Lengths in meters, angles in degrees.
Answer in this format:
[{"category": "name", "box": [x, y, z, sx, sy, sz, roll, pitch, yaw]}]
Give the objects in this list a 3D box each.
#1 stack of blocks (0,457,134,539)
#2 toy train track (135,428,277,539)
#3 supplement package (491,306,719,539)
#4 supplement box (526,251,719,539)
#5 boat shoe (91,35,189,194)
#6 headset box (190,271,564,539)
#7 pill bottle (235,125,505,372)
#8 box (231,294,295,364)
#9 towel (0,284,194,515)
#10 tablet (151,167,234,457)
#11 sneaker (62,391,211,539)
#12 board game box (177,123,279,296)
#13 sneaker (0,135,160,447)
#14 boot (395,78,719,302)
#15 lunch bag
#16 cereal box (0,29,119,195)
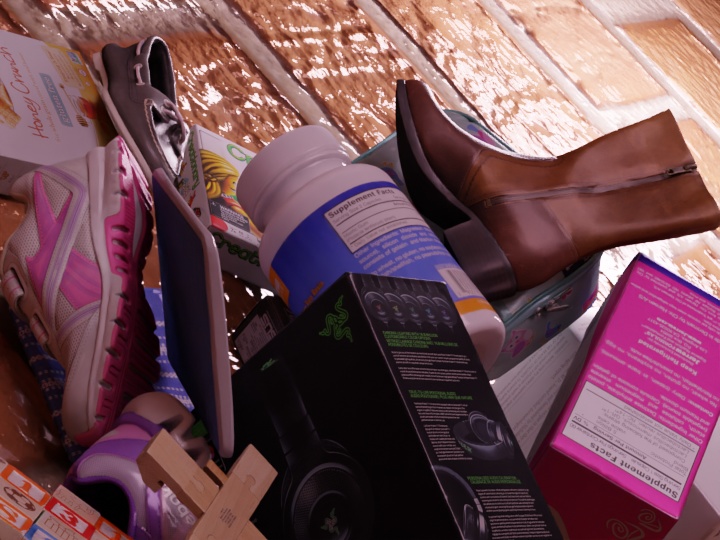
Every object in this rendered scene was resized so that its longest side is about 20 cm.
[{"category": "stack of blocks", "box": [-0.169, 0.154, 1.047, 0.199, 0.059, 0.115, 36, 5, -4]}, {"category": "toy train track", "box": [-0.054, 0.171, 1.099, 0.200, 0.032, 0.115, 48, 33, -9]}, {"category": "supplement package", "box": [0.204, 0.139, 1.541, 0.117, 0.117, 0.200, -5, 52, -54]}, {"category": "supplement box", "box": [0.185, 0.102, 1.396, 0.103, 0.101, 0.200, 30, 49, 3]}, {"category": "boat shoe", "box": [-0.152, -0.122, 1.468, 0.067, 0.057, 0.200, 64, -2, -32]}, {"category": "headset box", "box": [0.000, 0.121, 1.202, 0.092, 0.174, 0.201, 6, 53, -47]}, {"category": "pill bottle", "box": [0.000, 0.000, 1.378, 0.112, 0.112, 0.200, -1, 47, -54]}, {"category": "box", "box": [0.013, 0.115, 1.400, 0.158, 0.048, 0.201, 15, 37, -44]}, {"category": "towel", "box": [-0.139, 0.082, 1.276, 0.144, 0.024, 0.201, 11, 40, -45]}, {"category": "tablet", "box": [-0.100, 0.020, 1.205, 0.014, 0.131, 0.200, -7, 16, -13]}, {"category": "sneaker", "box": [-0.101, 0.170, 1.144, 0.088, 0.081, 0.201, -25, 75, -44]}, {"category": "board game box", "box": [-0.048, -0.024, 1.543, 0.199, 0.035, 0.127, 26, 30, -29]}, {"category": "sneaker", "box": [-0.175, 0.018, 1.237, 0.082, 0.087, 0.202, 66, 17, -57]}, {"category": "boot", "box": [0.135, -0.083, 1.441, 0.198, 0.069, 0.189, -19, 57, -10]}, {"category": "lunch bag", "box": [0.074, -0.019, 1.492, 0.160, 0.077, 0.200, -32, 60, -28]}, {"category": "cereal box", "box": [-0.257, -0.114, 1.390, 0.199, 0.040, 0.144, 12, 40, -46]}]
